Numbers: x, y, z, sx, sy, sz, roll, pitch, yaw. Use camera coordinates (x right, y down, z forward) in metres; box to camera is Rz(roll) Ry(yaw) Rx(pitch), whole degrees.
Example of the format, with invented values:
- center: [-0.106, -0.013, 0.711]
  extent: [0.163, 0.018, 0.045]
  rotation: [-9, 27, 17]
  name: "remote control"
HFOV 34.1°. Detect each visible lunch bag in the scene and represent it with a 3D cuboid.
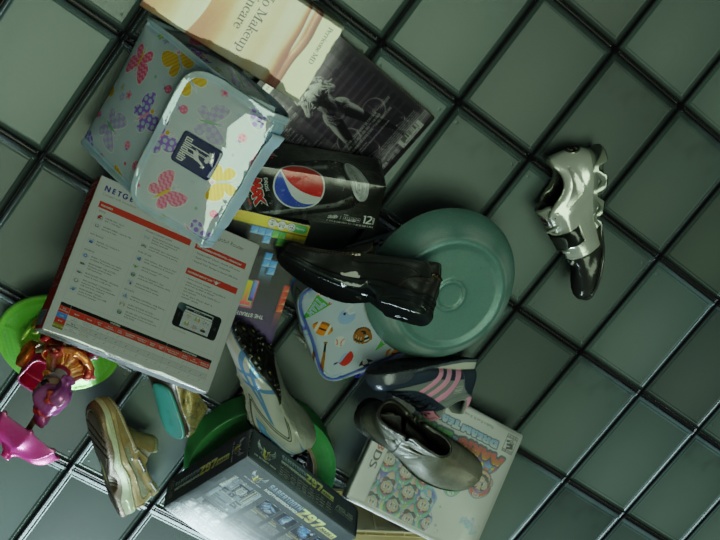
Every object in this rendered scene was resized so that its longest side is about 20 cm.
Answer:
- center: [-0.182, -0.147, 1.254]
  extent: [0.127, 0.200, 0.170]
  rotation: [10, 119, -56]
  name: "lunch bag"
- center: [0.011, 0.047, 1.472]
  extent: [0.198, 0.076, 0.161]
  rotation: [-21, 120, -5]
  name: "lunch bag"

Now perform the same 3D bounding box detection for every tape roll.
- center: [-0.133, 0.259, 1.546]
  extent: [0.198, 0.048, 0.202]
  rotation: [-5, 115, -12]
  name: "tape roll"

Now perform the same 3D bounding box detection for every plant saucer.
- center: [0.104, 0.024, 1.428]
  extent: [0.198, 0.036, 0.202]
  rotation: [-7, 115, -16]
  name: "plant saucer"

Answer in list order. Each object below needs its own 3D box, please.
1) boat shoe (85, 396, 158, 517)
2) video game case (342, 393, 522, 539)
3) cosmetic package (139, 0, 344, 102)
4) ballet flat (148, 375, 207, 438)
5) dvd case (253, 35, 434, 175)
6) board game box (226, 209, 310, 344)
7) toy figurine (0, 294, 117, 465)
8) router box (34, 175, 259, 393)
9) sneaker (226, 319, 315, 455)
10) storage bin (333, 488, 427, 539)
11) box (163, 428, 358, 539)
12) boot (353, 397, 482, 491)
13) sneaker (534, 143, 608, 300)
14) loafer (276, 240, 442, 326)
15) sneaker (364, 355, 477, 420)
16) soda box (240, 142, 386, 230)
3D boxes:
- center: [-0.292, 0.223, 1.475]
  extent: [0.076, 0.072, 0.201]
  rotation: [-23, 140, -21]
  name: "boat shoe"
- center: [0.099, 0.259, 1.561]
  extent: [0.199, 0.024, 0.183]
  rotation: [29, 79, -15]
  name: "video game case"
- center: [-0.128, -0.280, 1.268]
  extent: [0.199, 0.087, 0.104]
  rotation: [28, 103, -18]
  name: "cosmetic package"
- center: [-0.231, 0.120, 1.439]
  extent: [0.070, 0.071, 0.201]
  rotation: [-16, 129, -6]
  name: "ballet flat"
- center: [-0.030, -0.186, 1.386]
  extent: [0.199, 0.016, 0.149]
  rotation: [37, 102, -26]
  name: "dvd case"
- center: [-0.179, -0.011, 1.407]
  extent: [0.198, 0.057, 0.167]
  rotation: [12, 109, -19]
  name: "board game box"
- center: [-0.346, 0.129, 1.327]
  extent: [0.150, 0.185, 0.200]
  rotation: [38, 120, -25]
  name: "toy figurine"
- center: [-0.233, 0.018, 1.303]
  extent: [0.199, 0.049, 0.181]
  rotation: [24, 76, -21]
  name: "router box"
- center: [-0.122, 0.150, 1.434]
  extent: [0.072, 0.072, 0.201]
  rotation: [-19, 118, 13]
  name: "sneaker"
- center: [0.039, 0.418, 1.636]
  extent: [0.196, 0.094, 0.202]
  rotation: [6, 112, -17]
  name: "storage bin"
- center: [-0.124, 0.301, 1.485]
  extent: [0.157, 0.051, 0.200]
  rotation: [-33, 120, 29]
  name: "box"
- center: [0.086, 0.226, 1.478]
  extent: [0.199, 0.131, 0.068]
  rotation: [32, 78, -13]
  name: "boot"
- center: [0.261, -0.058, 1.489]
  extent: [0.088, 0.074, 0.202]
  rotation: [-6, 106, -11]
  name: "sneaker"
- center: [0.000, 0.000, 1.368]
  extent: [0.198, 0.073, 0.073]
  rotation: [20, 73, 9]
  name: "loafer"
- center: [0.081, 0.152, 1.481]
  extent: [0.199, 0.070, 0.083]
  rotation: [0, 94, -46]
  name: "sneaker"
- center: [-0.074, -0.104, 1.367]
  extent: [0.198, 0.071, 0.064]
  rotation: [8, 123, -11]
  name: "soda box"
